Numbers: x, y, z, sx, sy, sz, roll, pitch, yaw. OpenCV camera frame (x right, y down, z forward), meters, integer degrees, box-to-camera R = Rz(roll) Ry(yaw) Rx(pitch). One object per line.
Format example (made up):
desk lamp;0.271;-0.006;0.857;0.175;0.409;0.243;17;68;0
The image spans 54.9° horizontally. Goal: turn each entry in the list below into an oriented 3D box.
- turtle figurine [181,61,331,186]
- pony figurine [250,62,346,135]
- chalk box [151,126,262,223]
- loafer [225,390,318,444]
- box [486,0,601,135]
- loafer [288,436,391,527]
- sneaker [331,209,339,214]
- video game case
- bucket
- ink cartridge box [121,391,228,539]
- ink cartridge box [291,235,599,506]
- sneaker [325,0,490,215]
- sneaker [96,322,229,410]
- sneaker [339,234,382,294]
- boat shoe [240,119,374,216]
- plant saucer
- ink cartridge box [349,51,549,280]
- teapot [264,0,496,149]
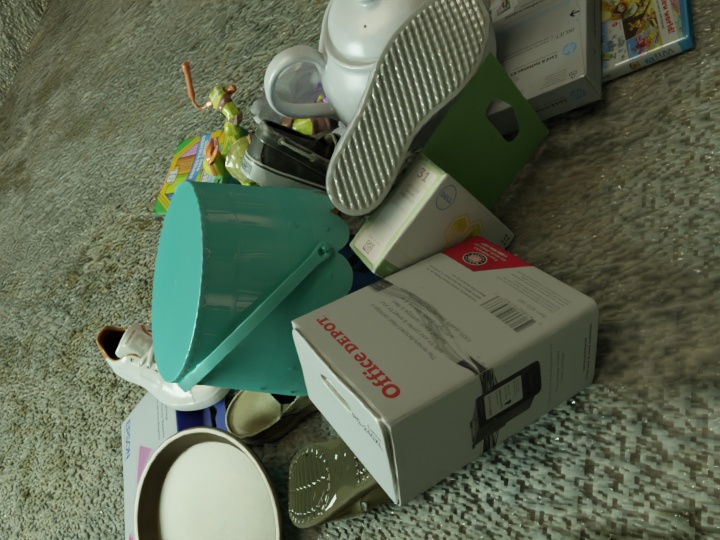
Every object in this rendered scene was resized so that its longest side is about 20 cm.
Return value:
turtle figurine;-0.110;-0.139;0.761;0.158;0.204;0.065;-16;29;-6
pony figurine;-0.029;-0.219;0.864;0.193;0.166;0.200;-46;26;3
chalk box;-0.168;-0.107;0.942;0.197;0.124;0.127;0;67;44
loafer;-0.086;0.129;0.759;0.198;0.067;0.077;-34;46;27
box;0.167;-0.242;0.711;0.154;0.041;0.204;-15;57;41
loafer;-0.004;0.189;0.635;0.199;0.066;0.078;-39;45;47
sneaker;-0.084;-0.024;0.836;0.077;0.082;0.204;-16;57;37
video game case;0.226;-0.244;0.697;0.197;0.018;0.146;-16;56;40
bucket;-0.109;0.017;0.644;0.206;0.132;0.213;-18;70;60
ink cartridge box;-0.236;0.219;0.862;0.201;0.043;0.198;-49;40;26
ink cartridge box;0.064;0.066;0.547;0.197;0.085;0.145;-24;35;-23
sneaker;0.033;-0.143;0.601;0.202;0.072;0.114;-53;4;7
sneaker;-0.248;0.113;0.847;0.196;0.085;0.074;8;55;27
sneaker;0.000;0.000;0.743;0.196;0.066;0.081;-1;95;23
boat shoe;-0.029;-0.109;0.737;0.071;0.197;0.064;50;120;42
plant saucer;-0.158;0.267;0.729;0.196;0.029;0.205;-3;83;27
ink cartridge box;0.097;-0.067;0.624;0.201;0.145;0.048;-52;51;8
teapot;0.028;-0.225;0.674;0.194;0.146;0.204;18;82;32
